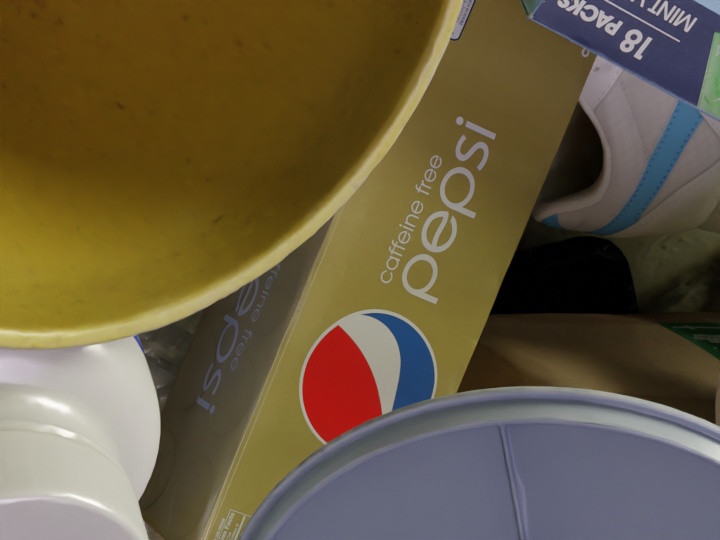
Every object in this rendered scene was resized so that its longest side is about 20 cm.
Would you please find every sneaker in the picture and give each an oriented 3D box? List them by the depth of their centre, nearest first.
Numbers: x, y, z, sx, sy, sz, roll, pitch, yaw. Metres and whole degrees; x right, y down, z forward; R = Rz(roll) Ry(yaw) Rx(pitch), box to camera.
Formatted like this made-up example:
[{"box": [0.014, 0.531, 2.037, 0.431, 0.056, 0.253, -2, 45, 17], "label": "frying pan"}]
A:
[{"box": [0.101, -0.091, 0.790, 0.080, 0.077, 0.201, -5, 128, -16], "label": "sneaker"}]

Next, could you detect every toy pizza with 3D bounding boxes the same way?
[{"box": [0.056, 0.112, 0.733, 0.199, 0.032, 0.201, 4, 123, 5], "label": "toy pizza"}]

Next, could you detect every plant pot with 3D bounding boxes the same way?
[{"box": [-0.088, -0.102, 0.644, 0.199, 0.142, 0.201, -20, 130, -26], "label": "plant pot"}]

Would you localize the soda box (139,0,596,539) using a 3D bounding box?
[{"box": [0.000, 0.000, 0.771, 0.064, 0.068, 0.201, 23, 91, -26], "label": "soda box"}]

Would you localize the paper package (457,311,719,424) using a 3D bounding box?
[{"box": [0.091, 0.113, 0.863, 0.199, 0.103, 0.192, 2, 116, -42], "label": "paper package"}]

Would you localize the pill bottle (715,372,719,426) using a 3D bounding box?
[{"box": [0.195, 0.088, 0.779, 0.112, 0.113, 0.200, -31, 129, 6], "label": "pill bottle"}]

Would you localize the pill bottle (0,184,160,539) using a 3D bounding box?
[{"box": [-0.120, 0.024, 0.711, 0.111, 0.200, 0.113, -11, 132, -13], "label": "pill bottle"}]

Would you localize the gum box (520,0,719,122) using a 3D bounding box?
[{"box": [0.166, -0.123, 0.709, 0.169, 0.045, 0.200, 25, 117, -22], "label": "gum box"}]

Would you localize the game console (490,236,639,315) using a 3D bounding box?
[{"box": [0.034, 0.110, 0.900, 0.175, 0.117, 0.201, -14, 133, 2], "label": "game console"}]
